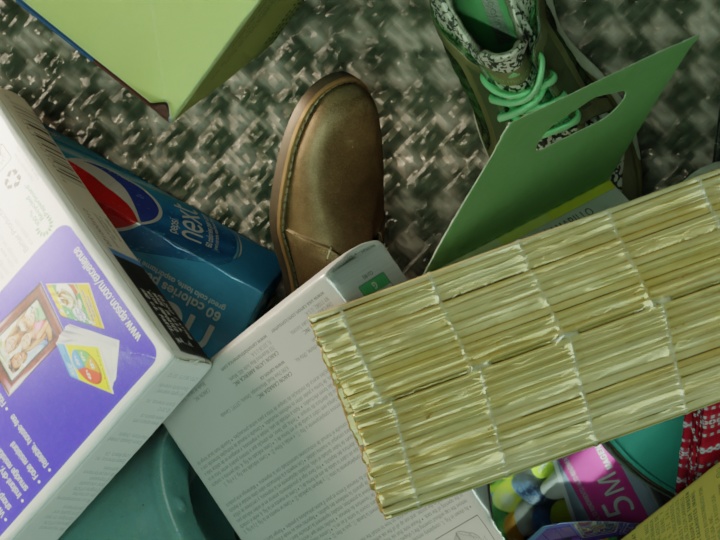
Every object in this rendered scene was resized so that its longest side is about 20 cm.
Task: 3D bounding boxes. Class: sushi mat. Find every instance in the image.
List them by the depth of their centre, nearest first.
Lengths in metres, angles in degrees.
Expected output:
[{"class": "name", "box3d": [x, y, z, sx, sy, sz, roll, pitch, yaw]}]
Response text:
[{"class": "sushi mat", "box3d": [0.086, 0.031, 1.117, 0.199, 0.012, 0.096, -19, 88, 0]}]

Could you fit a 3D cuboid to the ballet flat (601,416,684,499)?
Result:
[{"class": "ballet flat", "box3d": [0.200, 0.094, 1.295, 0.199, 0.064, 0.068, 24, 103, -4]}]

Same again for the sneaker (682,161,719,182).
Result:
[{"class": "sneaker", "box3d": [0.225, 0.031, 1.201, 0.200, 0.099, 0.078, 32, 107, 0]}]

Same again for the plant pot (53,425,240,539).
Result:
[{"class": "plant pot", "box3d": [-0.118, 0.173, 1.302, 0.188, 0.200, 0.200, -37, 95, 26]}]

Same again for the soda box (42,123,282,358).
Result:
[{"class": "soda box", "box3d": [-0.143, -0.018, 1.340, 0.199, 0.064, 0.068, 29, 109, 2]}]

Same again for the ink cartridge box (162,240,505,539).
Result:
[{"class": "ink cartridge box", "box3d": [0.008, 0.106, 1.193, 0.200, 0.050, 0.161, 54, 137, 1]}]

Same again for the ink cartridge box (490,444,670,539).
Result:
[{"class": "ink cartridge box", "box3d": [0.058, 0.136, 1.333, 0.199, 0.042, 0.120, -26, 98, 19]}]

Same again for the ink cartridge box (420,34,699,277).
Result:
[{"class": "ink cartridge box", "box3d": [0.085, -0.008, 1.198, 0.048, 0.145, 0.200, 48, 136, 16]}]

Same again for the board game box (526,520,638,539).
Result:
[{"class": "board game box", "box3d": [0.113, 0.214, 1.319, 0.158, 0.039, 0.200, 30, 122, -25]}]

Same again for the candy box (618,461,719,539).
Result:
[{"class": "candy box", "box3d": [0.161, 0.174, 1.225, 0.116, 0.057, 0.200, 29, 127, -26]}]

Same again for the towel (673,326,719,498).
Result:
[{"class": "towel", "box3d": [0.220, 0.087, 1.198, 0.144, 0.023, 0.200, 2, 139, 3]}]

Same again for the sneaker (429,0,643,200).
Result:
[{"class": "sneaker", "box3d": [0.074, -0.096, 1.260, 0.077, 0.089, 0.201, -25, 99, 17]}]

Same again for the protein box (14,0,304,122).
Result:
[{"class": "protein box", "box3d": [-0.060, -0.203, 1.200, 0.135, 0.200, 0.199, 38, 109, 0]}]

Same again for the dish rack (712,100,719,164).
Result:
[{"class": "dish rack", "box3d": [0.270, -0.020, 1.259, 0.199, 0.055, 0.154, 7, 107, 10]}]

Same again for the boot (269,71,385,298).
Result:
[{"class": "boot", "box3d": [0.000, 0.000, 1.298, 0.075, 0.073, 0.201, 24, 121, 42]}]

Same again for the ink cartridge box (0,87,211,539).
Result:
[{"class": "ink cartridge box", "box3d": [-0.191, 0.046, 1.254, 0.200, 0.043, 0.198, -46, 58, 13]}]
